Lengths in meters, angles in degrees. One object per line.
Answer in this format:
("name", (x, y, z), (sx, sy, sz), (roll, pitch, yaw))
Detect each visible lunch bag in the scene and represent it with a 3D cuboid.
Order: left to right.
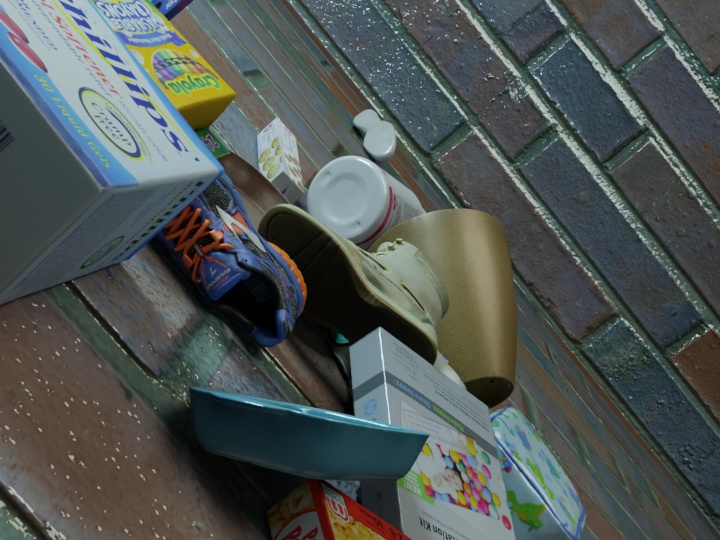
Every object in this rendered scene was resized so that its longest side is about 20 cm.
("lunch bag", (0.170, 0.233, 1.047), (0.161, 0.082, 0.200), (53, 12, 11))

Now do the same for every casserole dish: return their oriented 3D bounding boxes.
("casserole dish", (-0.032, 0.110, 0.640), (0.120, 0.039, 0.200), (9, -7, 26))

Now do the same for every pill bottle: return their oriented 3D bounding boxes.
("pill bottle", (0.019, -0.071, 1.298), (0.114, 0.113, 0.200), (56, 13, 22))

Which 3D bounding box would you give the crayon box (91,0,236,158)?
("crayon box", (-0.198, -0.186, 0.891), (0.200, 0.052, 0.126), (48, 24, 0))

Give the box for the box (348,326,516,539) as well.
("box", (0.060, 0.163, 0.791), (0.156, 0.041, 0.201), (38, 31, -32))

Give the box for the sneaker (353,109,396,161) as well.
("sneaker", (0.047, -0.278, 2.128), (0.089, 0.075, 0.201), (57, 6, -34))

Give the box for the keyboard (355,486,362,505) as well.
("keyboard", (0.061, 0.202, 0.836), (0.104, 0.040, 0.200), (53, 13, 9))

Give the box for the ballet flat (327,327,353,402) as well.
("ballet flat", (0.007, 0.088, 0.954), (0.200, 0.067, 0.064), (-105, -179, -60))

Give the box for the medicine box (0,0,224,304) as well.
("medicine box", (-0.199, -0.093, 0.585), (0.183, 0.103, 0.200), (51, 13, -1))

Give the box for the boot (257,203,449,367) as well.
("boot", (0.000, 0.000, 0.921), (0.200, 0.072, 0.155), (41, 23, -4))

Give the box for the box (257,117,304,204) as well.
("box", (-0.101, -0.134, 1.215), (0.039, 0.041, 0.200), (46, 14, -24))

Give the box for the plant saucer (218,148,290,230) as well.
("plant saucer", (-0.092, -0.036, 0.978), (0.201, 0.034, 0.200), (50, 12, -14))

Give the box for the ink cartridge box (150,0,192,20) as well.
("ink cartridge box", (-0.235, -0.304, 1.021), (0.042, 0.119, 0.201), (38, 18, -52))

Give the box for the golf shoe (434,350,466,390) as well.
("golf shoe", (0.050, 0.095, 0.993), (0.098, 0.078, 0.200), (60, 0, -5))

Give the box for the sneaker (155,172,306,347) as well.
("sneaker", (-0.111, -0.017, 0.765), (0.200, 0.075, 0.079), (44, 17, -25))

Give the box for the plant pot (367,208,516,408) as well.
("plant pot", (0.114, 0.062, 1.168), (0.186, 0.185, 0.201), (36, 32, -50))

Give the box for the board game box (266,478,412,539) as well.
("board game box", (0.025, 0.237, 0.578), (0.151, 0.046, 0.201), (42, 15, -37))
